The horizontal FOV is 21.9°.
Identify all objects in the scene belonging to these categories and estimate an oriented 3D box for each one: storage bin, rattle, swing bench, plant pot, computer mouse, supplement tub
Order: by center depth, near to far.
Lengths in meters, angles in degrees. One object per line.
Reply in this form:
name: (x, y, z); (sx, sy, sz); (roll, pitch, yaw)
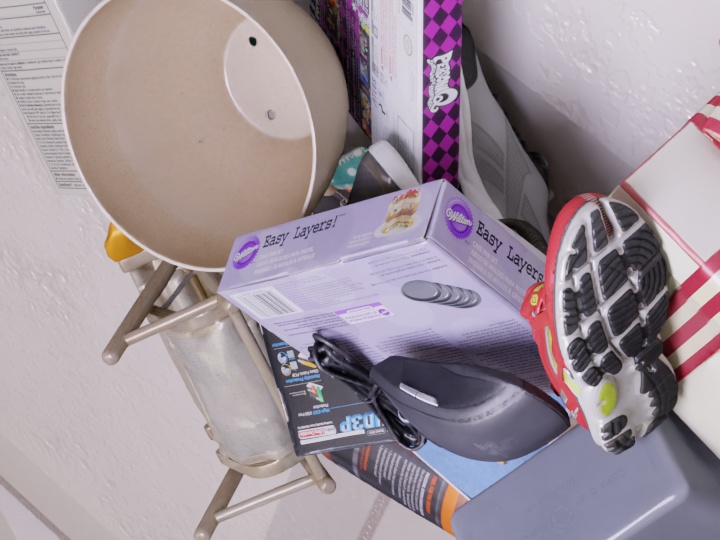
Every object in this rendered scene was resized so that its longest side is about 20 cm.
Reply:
computer mouse: (0.060, 0.101, 1.168); (0.200, 0.046, 0.140); (10, 157, 45)
storage bin: (0.159, 0.152, 1.182); (0.200, 0.134, 0.146); (-38, 54, 21)
plant pot: (-0.086, -0.117, 1.278); (0.200, 0.134, 0.201); (13, 118, 25)
rattle: (-0.080, -0.049, 1.407); (0.199, 0.143, 0.130); (24, 162, 6)
supplement tub: (0.069, 0.149, 1.493); (0.200, 0.107, 0.107); (29, 141, 27)
swing bench: (-0.118, 0.085, 1.595); (0.129, 0.200, 0.199); (-22, 114, 8)

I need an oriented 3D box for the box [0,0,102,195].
box: (-0.214, -0.171, 1.497); (0.128, 0.109, 0.201); (4, 125, 45)

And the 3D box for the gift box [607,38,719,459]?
gift box: (0.241, -0.030, 1.075); (0.184, 0.200, 0.187); (42, 160, 5)

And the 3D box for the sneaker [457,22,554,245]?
sneaker: (0.089, -0.077, 1.297); (0.074, 0.079, 0.201); (-169, 62, -69)

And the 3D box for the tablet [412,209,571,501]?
tablet: (0.091, 0.070, 1.274); (0.130, 0.014, 0.201); (39, 127, 24)

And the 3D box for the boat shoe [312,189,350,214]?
boat shoe: (0.021, -0.010, 1.437); (0.200, 0.057, 0.067); (38, 144, 15)

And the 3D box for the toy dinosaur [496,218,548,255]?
toy dinosaur: (0.169, 0.033, 1.257); (0.199, 0.077, 0.103); (25, 112, -12)

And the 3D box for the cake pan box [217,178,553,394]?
cake pan box: (0.034, 0.027, 1.192); (0.200, 0.052, 0.184); (-15, 137, 44)

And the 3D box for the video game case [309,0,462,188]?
video game case: (0.013, -0.177, 1.243); (0.201, 0.036, 0.181); (88, 156, -42)

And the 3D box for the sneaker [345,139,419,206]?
sneaker: (0.000, 0.000, 1.277); (0.077, 0.082, 0.200); (53, 154, 36)

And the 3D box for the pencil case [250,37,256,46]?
pencil case: (-0.111, -0.225, 1.352); (0.092, 0.085, 0.201); (-127, 23, -46)

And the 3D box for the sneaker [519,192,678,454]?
sneaker: (0.121, 0.027, 1.045); (0.085, 0.077, 0.200); (40, 157, 36)

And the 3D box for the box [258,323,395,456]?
box: (0.017, 0.048, 1.401); (0.199, 0.046, 0.160); (-13, 95, 36)
